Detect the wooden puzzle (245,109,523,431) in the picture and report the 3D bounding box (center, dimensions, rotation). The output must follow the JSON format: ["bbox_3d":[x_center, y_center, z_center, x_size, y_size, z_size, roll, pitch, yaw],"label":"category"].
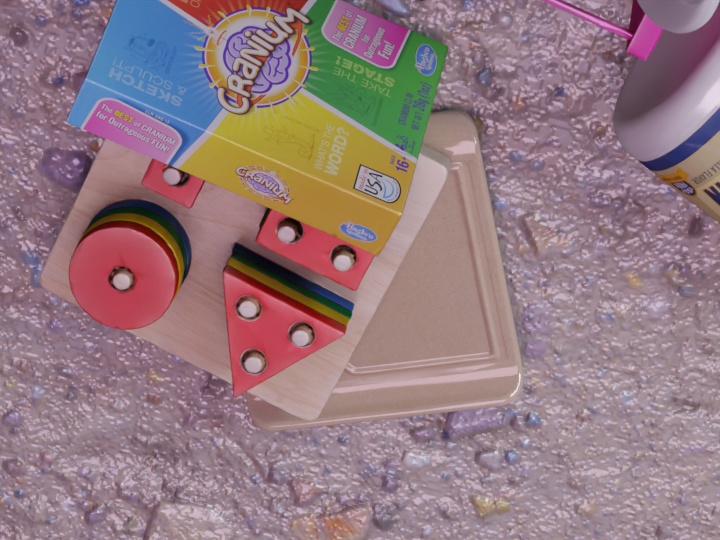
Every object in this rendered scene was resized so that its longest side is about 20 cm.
[{"bbox_3d":[0.000,0.000,1.775,0.184,0.037,0.201,-7,114,10],"label":"wooden puzzle"}]

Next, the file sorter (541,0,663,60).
[{"bbox_3d":[0.151,-0.252,1.556,0.125,0.139,0.200,23,119,-4],"label":"file sorter"}]

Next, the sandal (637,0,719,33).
[{"bbox_3d":[0.174,-0.222,1.457,0.050,0.082,0.203,-20,119,-28],"label":"sandal"}]

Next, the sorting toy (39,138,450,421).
[{"bbox_3d":[-0.077,-0.020,1.716,0.199,0.070,0.199,27,113,-4],"label":"sorting toy"}]

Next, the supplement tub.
[{"bbox_3d":[0.265,-0.078,1.637,0.200,0.145,0.144,35,117,-14],"label":"supplement tub"}]

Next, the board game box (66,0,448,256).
[{"bbox_3d":[-0.058,-0.110,1.645,0.199,0.153,0.040,23,137,-8],"label":"board game box"}]
